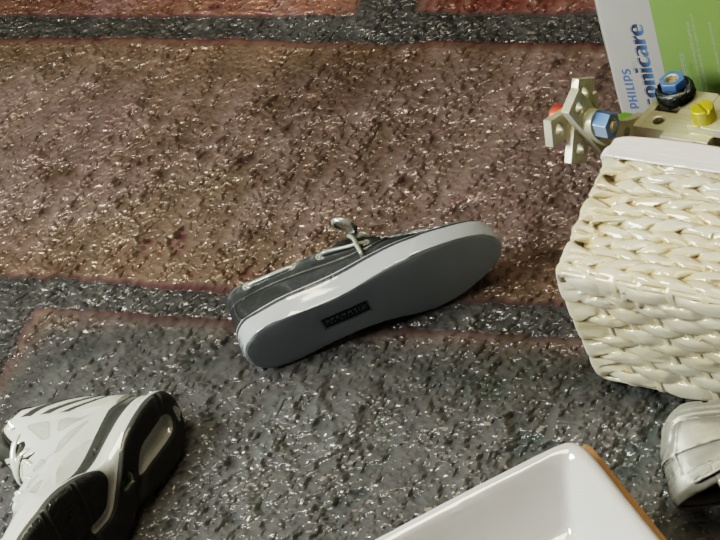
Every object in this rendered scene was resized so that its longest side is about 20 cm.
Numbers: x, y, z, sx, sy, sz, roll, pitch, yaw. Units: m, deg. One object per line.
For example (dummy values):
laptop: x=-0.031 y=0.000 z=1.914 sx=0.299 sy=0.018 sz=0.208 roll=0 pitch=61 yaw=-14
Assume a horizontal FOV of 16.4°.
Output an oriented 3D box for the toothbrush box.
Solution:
toothbrush box: x=0.283 y=-0.198 z=1.853 sx=0.199 sy=0.146 sz=0.086 roll=-3 pitch=42 yaw=20

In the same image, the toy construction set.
toy construction set: x=0.234 y=-0.086 z=1.794 sx=0.200 sy=0.092 sz=0.131 roll=23 pitch=54 yaw=26

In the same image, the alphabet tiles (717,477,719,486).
alphabet tiles: x=0.331 y=0.165 z=1.469 sx=0.167 sy=0.008 sz=0.200 roll=-25 pitch=58 yaw=-8

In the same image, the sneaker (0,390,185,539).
sneaker: x=-0.214 y=0.156 z=1.709 sx=0.115 sy=0.076 sz=0.201 roll=-1 pitch=34 yaw=34

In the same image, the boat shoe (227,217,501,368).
boat shoe: x=0.001 y=0.002 z=1.789 sx=0.199 sy=0.074 sz=0.068 roll=-26 pitch=53 yaw=6

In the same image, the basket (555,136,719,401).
basket: x=0.241 y=0.009 z=1.634 sx=0.200 sy=0.136 sz=0.124 roll=12 pitch=57 yaw=33

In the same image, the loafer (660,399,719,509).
loafer: x=0.287 y=0.115 z=1.555 sx=0.199 sy=0.070 sz=0.070 roll=-7 pitch=58 yaw=12

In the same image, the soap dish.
soap dish: x=0.091 y=0.206 z=1.508 sx=0.200 sy=0.081 sz=0.157 roll=-26 pitch=40 yaw=-10
